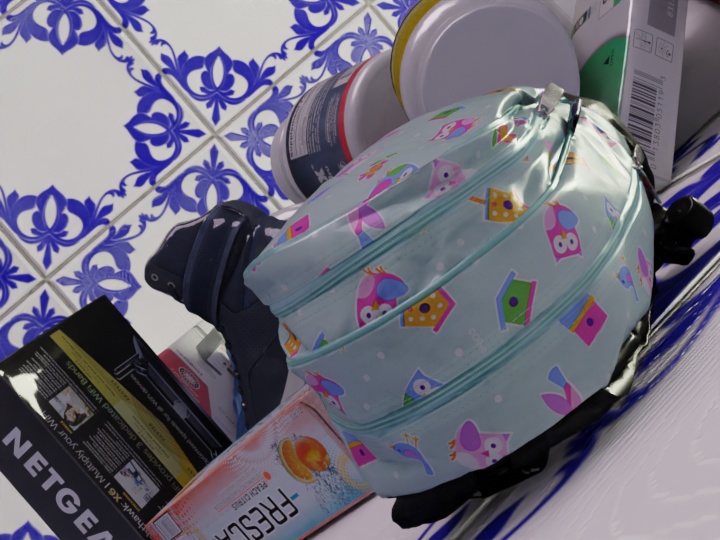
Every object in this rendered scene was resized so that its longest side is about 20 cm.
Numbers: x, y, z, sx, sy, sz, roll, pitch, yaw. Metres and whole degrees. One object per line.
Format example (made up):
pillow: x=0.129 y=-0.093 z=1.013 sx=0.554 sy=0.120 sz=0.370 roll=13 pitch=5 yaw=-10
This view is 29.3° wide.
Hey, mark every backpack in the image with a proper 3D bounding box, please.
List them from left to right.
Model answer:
backpack: x=0.038 y=0.006 z=0.526 sx=0.166 sy=0.127 sz=0.200 roll=-38 pitch=5 yaw=20

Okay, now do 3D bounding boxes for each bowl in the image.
bowl: x=0.237 y=-0.153 z=1.012 sx=0.200 sy=0.075 sz=0.200 roll=-41 pitch=2 yaw=5

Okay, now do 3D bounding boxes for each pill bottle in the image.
pill bottle: x=0.004 y=-0.103 z=1.119 sx=0.119 sy=0.120 sz=0.199 roll=-42 pitch=13 yaw=-22
pill bottle: x=0.078 y=-0.127 z=0.891 sx=0.114 sy=0.114 sz=0.200 roll=-42 pitch=10 yaw=8

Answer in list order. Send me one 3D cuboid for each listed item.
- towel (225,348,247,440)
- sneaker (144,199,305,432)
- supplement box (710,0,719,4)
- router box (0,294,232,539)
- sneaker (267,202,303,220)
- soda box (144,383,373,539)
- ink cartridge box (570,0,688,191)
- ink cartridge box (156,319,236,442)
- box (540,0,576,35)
towel: x=-0.066 y=0.079 z=1.093 sx=0.112 sy=0.048 sz=0.201 roll=-60 pitch=19 yaw=24
sneaker: x=-0.084 y=0.052 z=0.961 sx=0.077 sy=0.144 sz=0.205 roll=-20 pitch=-55 yaw=-64
supplement box: x=0.238 y=-0.238 z=0.886 sx=0.085 sy=0.111 sz=0.200 roll=-41 pitch=34 yaw=-2
router box: x=-0.157 y=0.127 z=0.926 sx=0.052 sy=0.200 sz=0.157 roll=-41 pitch=0 yaw=22
sneaker: x=0.000 y=0.000 z=1.064 sx=0.080 sy=0.197 sz=0.071 roll=-55 pitch=-28 yaw=-53
soda box: x=-0.046 y=0.120 z=0.798 sx=0.068 sy=0.064 sz=0.200 roll=-43 pitch=1 yaw=-44
ink cartridge box: x=0.142 y=-0.101 z=0.924 sx=0.200 sy=0.049 sz=0.163 roll=-34 pitch=41 yaw=60
ink cartridge box: x=-0.125 y=0.128 z=1.180 sx=0.085 sy=0.146 sz=0.200 roll=-43 pitch=1 yaw=14
box: x=0.194 y=-0.197 z=1.136 sx=0.124 sy=0.098 sz=0.201 roll=-34 pitch=-28 yaw=-11
